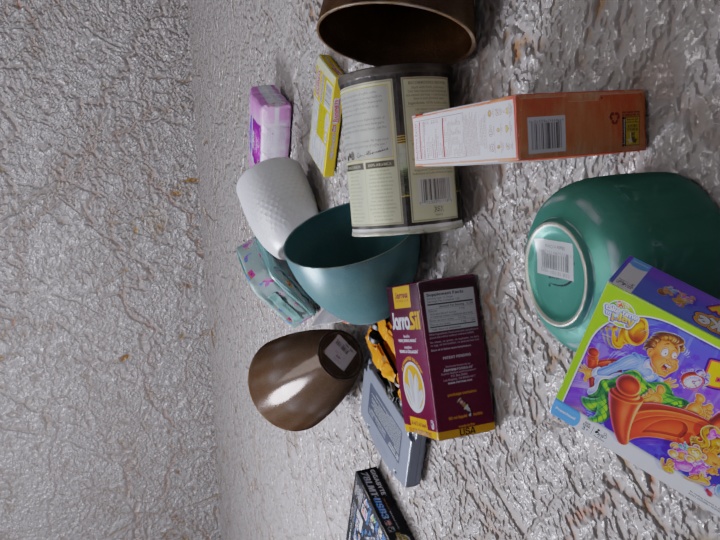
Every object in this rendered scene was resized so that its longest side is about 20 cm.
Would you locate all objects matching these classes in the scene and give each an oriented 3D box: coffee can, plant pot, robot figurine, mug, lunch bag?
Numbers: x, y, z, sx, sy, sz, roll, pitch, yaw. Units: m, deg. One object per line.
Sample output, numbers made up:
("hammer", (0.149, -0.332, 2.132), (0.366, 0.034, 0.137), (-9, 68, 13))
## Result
("coffee can", (0.051, -0.149, 0.953), (0.146, 0.146, 0.201), (-170, 74, -69))
("plant pot", (-0.085, 0.185, 1.397), (0.200, 0.186, 0.188), (-37, 61, 51))
("plant pot", (0.000, 0.000, 1.105), (0.200, 0.200, 0.135), (-134, 25, -58))
("robot figurine", (0.062, 0.123, 1.137), (0.200, 0.058, 0.145), (-122, 32, -50))
("mug", (0.205, 0.007, 0.638), (0.185, 0.114, 0.152), (109, 147, -49))
("plant pot", (0.052, -0.367, 0.881), (0.187, 0.186, 0.201), (170, 108, -69))
("lunch bag", (-0.173, 0.026, 1.595), (0.200, 0.077, 0.161), (48, -171, -48))
("mug", (-0.152, -0.107, 1.545), (0.200, 0.147, 0.176), (60, -175, -64))

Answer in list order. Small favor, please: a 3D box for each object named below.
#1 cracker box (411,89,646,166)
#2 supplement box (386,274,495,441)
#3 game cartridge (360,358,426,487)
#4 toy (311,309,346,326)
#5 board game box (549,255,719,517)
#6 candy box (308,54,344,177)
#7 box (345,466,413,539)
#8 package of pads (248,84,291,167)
("cracker box", (0.151, -0.132, 0.714), (0.200, 0.133, 0.058), (-162, 66, -68))
("supplement box", (0.103, 0.112, 0.984), (0.110, 0.085, 0.201), (165, 98, -70))
("game cartridge", (0.053, 0.254, 1.238), (0.200, 0.041, 0.134), (-127, 32, -54))
("toy", (-0.012, 0.056, 1.294), (0.047, 0.115, 0.200), (38, 162, -8))
("board game box", (0.247, 0.096, 0.518), (0.200, 0.045, 0.135), (31, 132, 25))
("candy box", (-0.064, -0.285, 1.388), (0.102, 0.026, 0.201), (-117, 29, -48))
("box", (0.034, 0.496, 1.345), (0.199, 0.050, 0.201), (-125, 35, -50))
("package of pads", (-0.207, -0.305, 1.693), (0.121, 0.075, 0.201), (-121, 32, -51))
